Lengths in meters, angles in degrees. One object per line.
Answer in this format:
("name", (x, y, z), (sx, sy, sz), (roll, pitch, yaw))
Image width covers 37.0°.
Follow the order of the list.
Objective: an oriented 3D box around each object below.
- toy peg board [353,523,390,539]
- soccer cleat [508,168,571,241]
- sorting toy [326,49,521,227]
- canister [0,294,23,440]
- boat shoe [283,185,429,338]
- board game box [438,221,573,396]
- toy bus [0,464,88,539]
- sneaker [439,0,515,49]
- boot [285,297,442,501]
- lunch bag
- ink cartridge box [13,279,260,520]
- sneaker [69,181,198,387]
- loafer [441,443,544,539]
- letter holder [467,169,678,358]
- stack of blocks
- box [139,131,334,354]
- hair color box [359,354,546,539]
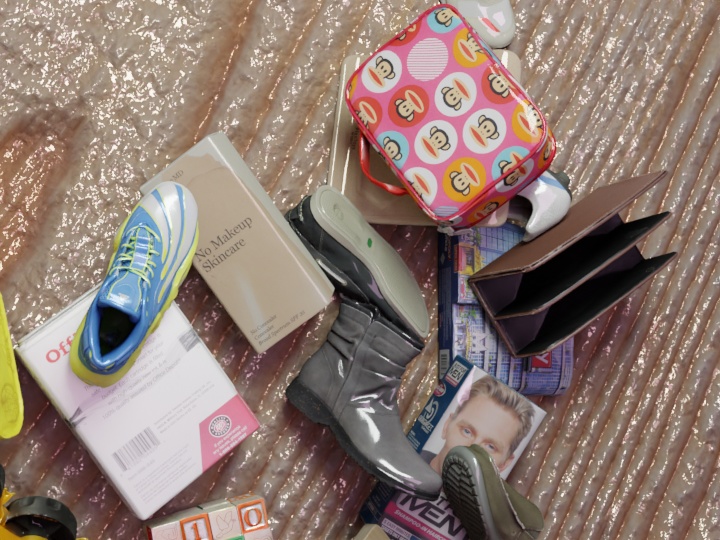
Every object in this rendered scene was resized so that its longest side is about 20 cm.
("toy peg board", (-0.011, 0.394, 1.073), (0.201, 0.097, 0.199), (54, 55, -17))
("soccer cleat", (0.131, -0.110, 1.147), (0.199, 0.070, 0.086), (38, 73, 23))
("sorting toy", (0.067, -0.139, 1.139), (0.197, 0.036, 0.188), (4, 82, 21))
("canister", (-0.411, 0.092, 0.933), (0.197, 0.087, 0.151), (-12, 89, 2))
("boat shoe", (0.000, 0.000, 1.137), (0.200, 0.067, 0.072), (47, 33, -18))
("board game box", (0.186, 0.038, 1.192), (0.197, 0.062, 0.203), (2, 84, -18))
("toy bus", (-0.356, 0.265, 0.915), (0.190, 0.137, 0.200), (-26, 127, 19))
("sneaker", (0.125, -0.344, 1.192), (0.070, 0.093, 0.202), (-24, 93, -19))
("boot", (0.026, 0.123, 1.065), (0.199, 0.070, 0.132), (37, 95, 20))
("lunch bag", (0.079, -0.143, 1.071), (0.176, 0.082, 0.201), (-38, 70, 11))
("ink cartridge box", (-0.215, 0.111, 1.031), (0.145, 0.085, 0.201), (-36, 97, -19))
("sneaker", (-0.192, 0.009, 0.952), (0.075, 0.105, 0.202), (23, 77, -14))
("loafer", (0.139, 0.243, 1.073), (0.069, 0.075, 0.202), (-33, 123, -18))
("letter holder", (0.237, -0.007, 1.107), (0.199, 0.142, 0.101), (-33, 95, -20))
("stack of blocks", (-0.181, 0.298, 1.038), (0.198, 0.058, 0.117), (-12, 89, -20))
("box", (-0.120, -0.029, 1.068), (0.095, 0.078, 0.201), (-36, 97, 8))
("hair color box", (0.095, 0.201, 1.120), (0.099, 0.060, 0.201), (32, 89, -14))
